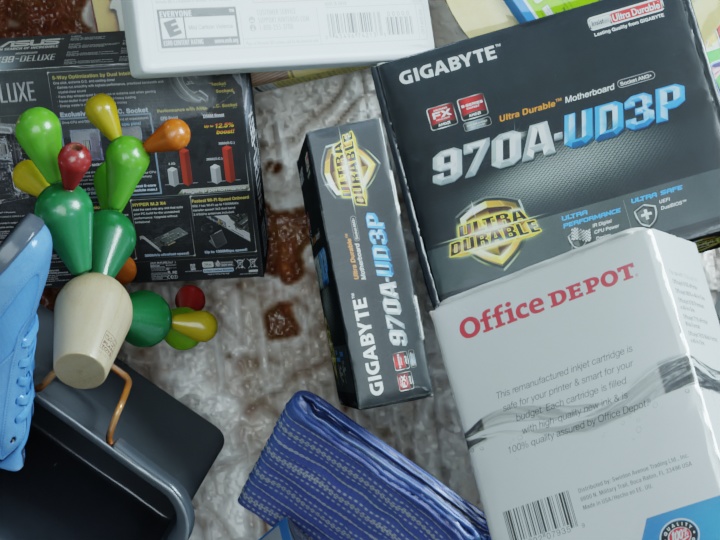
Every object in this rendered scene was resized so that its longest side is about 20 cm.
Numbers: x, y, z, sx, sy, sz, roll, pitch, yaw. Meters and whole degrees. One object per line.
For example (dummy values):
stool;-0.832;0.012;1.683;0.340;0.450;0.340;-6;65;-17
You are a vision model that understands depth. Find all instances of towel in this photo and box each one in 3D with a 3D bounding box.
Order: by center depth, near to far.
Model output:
towel;-0.002;0.150;1.394;0.144;0.200;0.024;36;63;4

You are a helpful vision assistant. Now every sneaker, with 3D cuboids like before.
sneaker;-0.205;0.058;1.304;0.078;0.066;0.201;31;117;1

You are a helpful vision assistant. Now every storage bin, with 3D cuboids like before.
storage bin;-0.179;0.103;1.419;0.199;0.134;0.146;34;115;3

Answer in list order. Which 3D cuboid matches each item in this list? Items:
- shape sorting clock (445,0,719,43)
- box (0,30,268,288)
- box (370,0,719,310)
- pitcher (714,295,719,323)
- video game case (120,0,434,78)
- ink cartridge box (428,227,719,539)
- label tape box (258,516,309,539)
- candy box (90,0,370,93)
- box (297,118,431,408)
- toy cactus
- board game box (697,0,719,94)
shape sorting clock;0.142;-0.210;1.435;0.198;0.039;0.202;0;98;2
box;-0.163;-0.068;1.436;0.198;0.050;0.159;-4;122;4
box;0.121;-0.071;1.387;0.198;0.046;0.160;-15;76;3
pitcher;0.313;-0.003;1.389;0.199;0.172;0.122;-30;54;1
video game case;-0.056;-0.210;1.381;0.199;0.023;0.184;-6;85;-28
ink cartridge box;0.141;0.095;1.308;0.144;0.084;0.202;-21;75;25
label tape box;-0.035;0.277;1.448;0.143;0.066;0.200;-40;109;2
candy box;-0.070;-0.173;1.467;0.198;0.055;0.116;-12;89;4
box;0.000;0.000;1.381;0.046;0.200;0.160;-10;89;-4
toy cactus;-0.141;-0.001;1.351;0.101;0.201;0.166;-7;44;14
board game box;0.189;-0.179;1.466;0.134;0.029;0.202;-18;88;4
